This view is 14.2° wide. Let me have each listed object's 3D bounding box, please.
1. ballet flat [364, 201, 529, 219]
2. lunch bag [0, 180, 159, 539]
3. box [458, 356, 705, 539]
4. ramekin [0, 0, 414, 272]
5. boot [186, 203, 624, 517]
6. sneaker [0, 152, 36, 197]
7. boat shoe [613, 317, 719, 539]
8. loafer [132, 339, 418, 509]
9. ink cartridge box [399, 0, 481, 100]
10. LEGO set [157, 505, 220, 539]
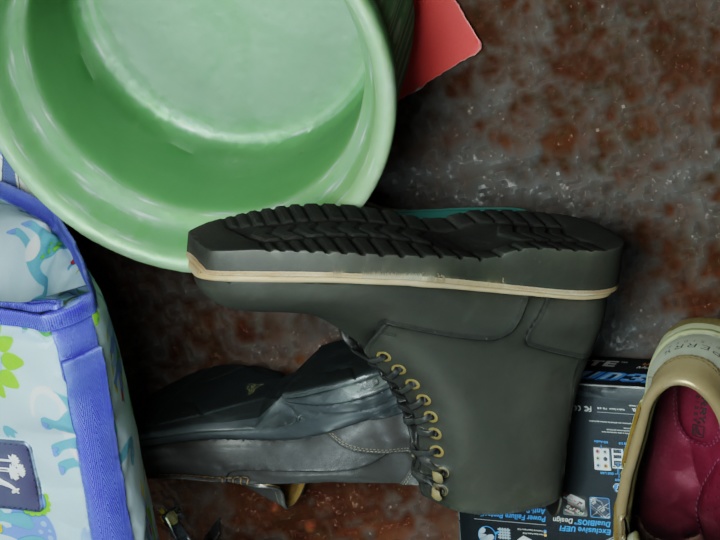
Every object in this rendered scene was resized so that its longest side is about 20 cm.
[{"bbox_3d":[0.000,0.000,1.379,0.199,0.068,0.063,8,132,24],"label":"ballet flat"},{"bbox_3d":[-0.163,0.069,1.351,0.200,0.127,0.171,23,130,53],"label":"lunch bag"},{"bbox_3d":[0.143,0.123,1.358,0.199,0.046,0.160,2,107,24],"label":"box"},{"bbox_3d":[-0.070,-0.108,1.321,0.198,0.098,0.201,8,123,12],"label":"ramekin"},{"bbox_3d":[0.016,0.047,1.280,0.198,0.077,0.139,3,108,-17],"label":"boot"},{"bbox_3d":[-0.186,-0.116,1.419,0.088,0.075,0.201,-15,98,28],"label":"sneaker"},{"bbox_3d":[0.142,0.124,1.294,0.073,0.066,0.202,5,109,21],"label":"boat shoe"},{"bbox_3d":[-0.049,0.087,1.422,0.199,0.073,0.073,-11,110,35],"label":"loafer"},{"bbox_3d":[-0.060,-0.150,1.367,0.160,0.050,0.201,-30,90,29],"label":"ink cartridge box"},{"bbox_3d":[-0.080,0.229,1.437,0.154,0.201,0.116,40,157,-15],"label":"LEGO set"}]
